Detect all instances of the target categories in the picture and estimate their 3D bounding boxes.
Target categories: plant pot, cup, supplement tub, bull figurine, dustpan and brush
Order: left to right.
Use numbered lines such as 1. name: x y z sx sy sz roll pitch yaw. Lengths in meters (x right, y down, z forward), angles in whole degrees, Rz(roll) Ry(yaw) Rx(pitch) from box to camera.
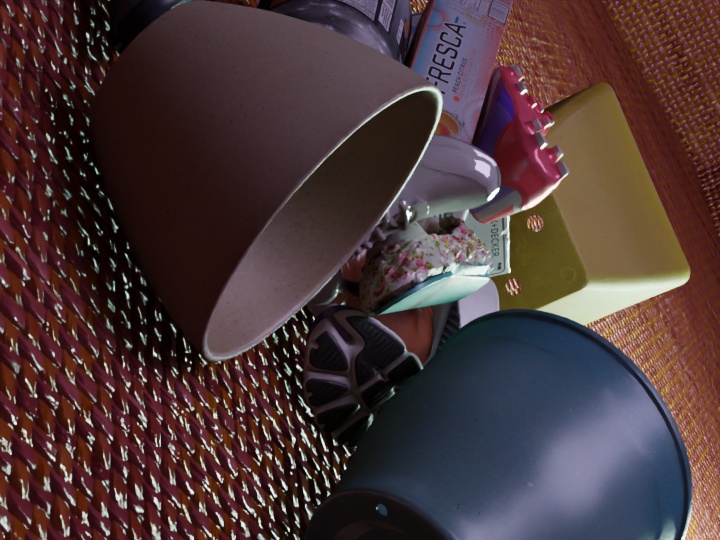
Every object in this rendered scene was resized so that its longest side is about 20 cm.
1. cup: -0.070 -0.071 1.043 0.143 0.201 0.200 42 13 12
2. supplement tub: -0.027 -0.159 1.357 0.123 0.122 0.200 59 19 -20
3. bull figurine: 0.000 0.000 1.307 0.200 0.065 0.122 50 41 -54
4. dustpan and brush: 0.072 0.017 1.389 0.140 0.057 0.202 -142 -113 -78
5. plant pot: 0.070 0.153 1.109 0.188 0.199 0.201 -32 99 -46
6. plant pot: 0.149 -0.035 1.641 0.176 0.199 0.201 -17 83 -63

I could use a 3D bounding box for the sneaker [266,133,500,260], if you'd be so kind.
1. sneaker: -0.007 -0.037 1.168 0.071 0.198 0.081 87 -3 -58

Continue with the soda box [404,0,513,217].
1. soda box: 0.060 -0.137 1.393 0.063 0.069 0.201 23 48 -4

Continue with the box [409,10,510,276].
1. box: 0.073 -0.104 1.501 0.117 0.060 0.201 82 -4 -56

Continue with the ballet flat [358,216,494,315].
1. ballet flat: 0.035 -0.007 1.243 0.064 0.075 0.200 61 15 7

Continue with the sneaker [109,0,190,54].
1. sneaker: -0.148 -0.199 1.161 0.088 0.074 0.200 46 13 -15

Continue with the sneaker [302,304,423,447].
1. sneaker: 0.006 0.080 1.261 0.084 0.080 0.200 58 1 37

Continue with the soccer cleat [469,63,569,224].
1. soccer cleat: 0.106 -0.098 1.373 0.067 0.076 0.200 52 13 -22
